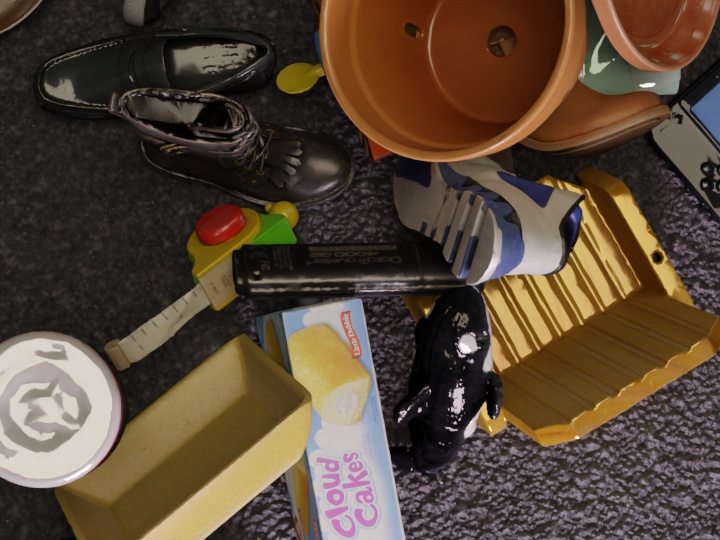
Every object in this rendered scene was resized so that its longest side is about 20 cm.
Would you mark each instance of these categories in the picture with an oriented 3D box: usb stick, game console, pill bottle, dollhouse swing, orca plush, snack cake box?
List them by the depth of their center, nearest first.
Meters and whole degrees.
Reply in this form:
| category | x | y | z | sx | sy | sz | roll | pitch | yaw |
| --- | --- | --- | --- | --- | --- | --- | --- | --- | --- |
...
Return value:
| category | x | y | z | sx | sy | sz | roll | pitch | yaw |
| --- | --- | --- | --- | --- | --- | --- | --- | --- | --- |
| pill bottle | -0.232 | 0.105 | 1.238 | 0.110 | 0.200 | 0.111 | 0 | 85 | -6 |
| orca plush | 0.045 | 0.098 | 1.281 | 0.071 | 0.200 | 0.105 | -17 | 62 | -31 |
| usb stick | 0.000 | 0.000 | 1.287 | 0.199 | 0.056 | 0.033 | -1 | 129 | -9 |
| snack cake box | -0.025 | 0.126 | 1.295 | 0.067 | 0.115 | 0.201 | -10 | 89 | -15 |
| dollhouse swing | 0.159 | 0.022 | 1.304 | 0.199 | 0.176 | 0.182 | -30 | 89 | -7 |
| game console | 0.372 | -0.124 | 1.370 | 0.200 | 0.118 | 0.171 | -41 | 91 | -9 |

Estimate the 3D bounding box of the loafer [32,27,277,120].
| category | x | y | z | sx | sy | sz | roll | pitch | yaw |
| --- | --- | --- | --- | --- | --- | --- | --- | --- | --- |
| loafer | -0.167 | -0.165 | 1.335 | 0.199 | 0.070 | 0.068 | -8 | 86 | -7 |

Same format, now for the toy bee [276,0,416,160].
| category | x | y | z | sx | sy | sz | roll | pitch | yaw |
| --- | --- | --- | --- | --- | --- | --- | --- | --- | --- |
| toy bee | -0.002 | -0.198 | 1.353 | 0.130 | 0.109 | 0.201 | 0 | 110 | -13 |

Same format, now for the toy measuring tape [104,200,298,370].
| category | x | y | z | sx | sy | sz | roll | pitch | yaw |
| --- | --- | --- | --- | --- | --- | --- | --- | --- | --- |
| toy measuring tape | -0.132 | 0.005 | 1.316 | 0.200 | 0.074 | 0.074 | -39 | 90 | -20 |

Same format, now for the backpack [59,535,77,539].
| category | x | y | z | sx | sy | sz | roll | pitch | yaw |
| --- | --- | --- | --- | --- | --- | --- | --- | --- | --- |
| backpack | -0.171 | 0.301 | 1.248 | 0.199 | 0.163 | 0.168 | 27 | 86 | -4 |

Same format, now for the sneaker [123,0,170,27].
| category | x | y | z | sx | sy | sz | roll | pitch | yaw |
| --- | --- | --- | --- | --- | --- | --- | --- | --- | --- |
| sneaker | -0.110 | -0.273 | 1.347 | 0.113 | 0.075 | 0.201 | 27 | 80 | -1 |

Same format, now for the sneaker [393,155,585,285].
| category | x | y | z | sx | sy | sz | roll | pitch | yaw |
| --- | --- | --- | --- | --- | --- | --- | --- | --- | --- |
| sneaker | 0.107 | -0.046 | 1.287 | 0.115 | 0.200 | 0.081 | 8 | 118 | -27 |

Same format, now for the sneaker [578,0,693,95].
| category | x | y | z | sx | sy | sz | roll | pitch | yaw |
| --- | --- | --- | --- | --- | --- | --- | --- | --- | --- |
| sneaker | 0.224 | -0.240 | 1.384 | 0.117 | 0.074 | 0.202 | -2 | 94 | -1 |

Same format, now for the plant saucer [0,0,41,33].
| category | x | y | z | sx | sy | sz | roll | pitch | yaw |
| --- | --- | --- | --- | --- | --- | --- | --- | --- | --- |
| plant saucer | -0.339 | -0.279 | 1.345 | 0.199 | 0.032 | 0.201 | 0 | 86 | -6 |

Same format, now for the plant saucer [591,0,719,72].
| category | x | y | z | sx | sy | sz | roll | pitch | yaw |
| --- | --- | --- | --- | --- | --- | --- | --- | --- | --- |
| plant saucer | 0.228 | -0.257 | 1.291 | 0.200 | 0.032 | 0.202 | -3 | 93 | -50 |

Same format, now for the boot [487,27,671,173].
| category | x | y | z | sx | sy | sz | roll | pitch | yaw |
| --- | --- | --- | --- | --- | --- | --- | --- | --- | --- |
| boot | 0.147 | -0.165 | 1.339 | 0.199 | 0.077 | 0.156 | -13 | 83 | 34 |

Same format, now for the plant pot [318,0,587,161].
| category | x | y | z | sx | sy | sz | roll | pitch | yaw |
| --- | --- | --- | --- | --- | --- | --- | --- | --- | --- |
| plant pot | 0.086 | -0.179 | 1.245 | 0.199 | 0.140 | 0.201 | 0 | 90 | 25 |

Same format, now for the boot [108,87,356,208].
| category | x | y | z | sx | sy | sz | roll | pitch | yaw |
| --- | --- | --- | --- | --- | --- | --- | --- | --- | --- |
| boot | -0.095 | -0.098 | 1.285 | 0.199 | 0.174 | 0.070 | 7 | 84 | -6 |

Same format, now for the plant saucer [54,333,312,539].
| category | x | y | z | sx | sy | sz | roll | pitch | yaw |
| --- | --- | --- | --- | --- | --- | --- | --- | --- | --- |
| plant saucer | -0.129 | 0.149 | 1.260 | 0.200 | 0.200 | 0.049 | -39 | 111 | -8 |
